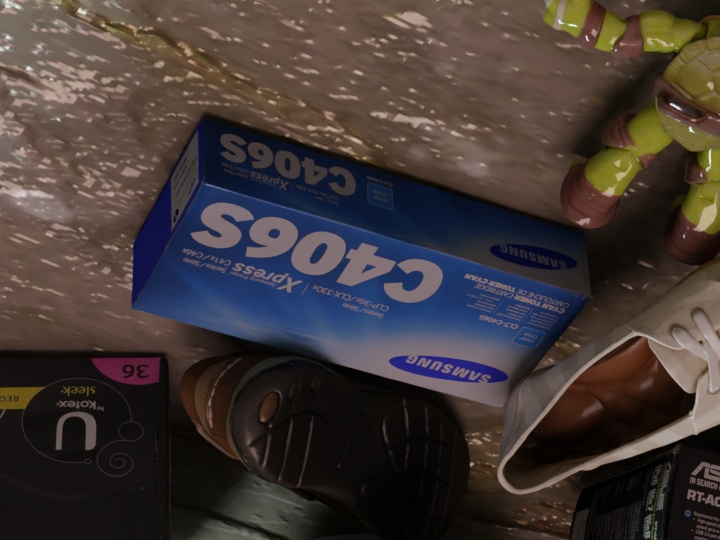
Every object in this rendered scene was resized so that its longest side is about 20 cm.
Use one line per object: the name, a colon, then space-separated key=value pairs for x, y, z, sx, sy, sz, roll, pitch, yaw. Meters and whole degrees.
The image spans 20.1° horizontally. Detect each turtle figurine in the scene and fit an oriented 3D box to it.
turtle figurine: x=0.160 y=-0.073 z=0.878 sx=0.199 sy=0.065 sz=0.162 roll=9 pitch=136 yaw=-12

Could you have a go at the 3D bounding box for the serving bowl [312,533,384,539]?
serving bowl: x=0.008 y=0.189 z=1.136 sx=0.199 sy=0.066 sz=0.200 roll=3 pitch=159 yaw=1

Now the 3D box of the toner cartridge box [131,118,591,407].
toner cartridge box: x=0.000 y=0.000 z=0.965 sx=0.199 sy=0.043 sz=0.095 roll=15 pitch=136 yaw=-19

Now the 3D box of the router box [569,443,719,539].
router box: x=0.225 y=0.152 z=1.062 sx=0.199 sy=0.062 sz=0.150 roll=14 pitch=163 yaw=-9

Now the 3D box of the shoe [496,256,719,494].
shoe: x=0.138 y=0.052 z=0.930 sx=0.200 sy=0.053 sz=0.070 roll=-33 pitch=97 yaw=39

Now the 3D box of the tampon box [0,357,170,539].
tampon box: x=-0.174 y=0.154 z=1.061 sx=0.149 sy=0.127 sz=0.201 roll=0 pitch=137 yaw=-7

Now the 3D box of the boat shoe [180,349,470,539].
boat shoe: x=-0.016 y=0.083 z=1.042 sx=0.074 sy=0.076 sz=0.200 roll=18 pitch=169 yaw=39
